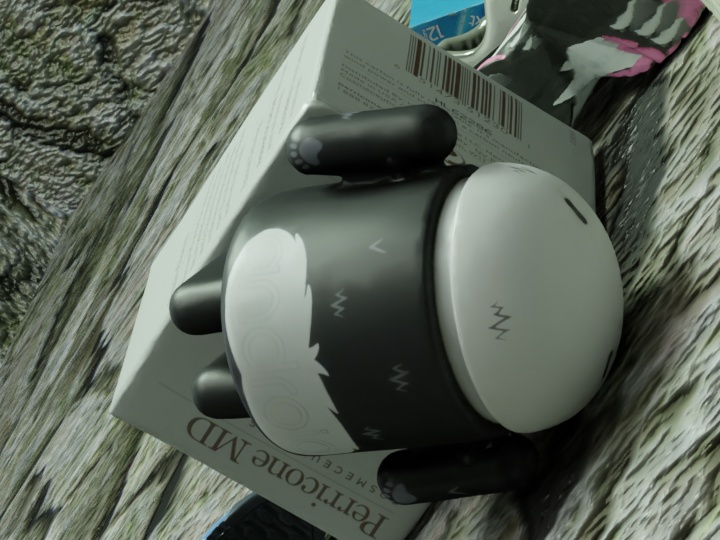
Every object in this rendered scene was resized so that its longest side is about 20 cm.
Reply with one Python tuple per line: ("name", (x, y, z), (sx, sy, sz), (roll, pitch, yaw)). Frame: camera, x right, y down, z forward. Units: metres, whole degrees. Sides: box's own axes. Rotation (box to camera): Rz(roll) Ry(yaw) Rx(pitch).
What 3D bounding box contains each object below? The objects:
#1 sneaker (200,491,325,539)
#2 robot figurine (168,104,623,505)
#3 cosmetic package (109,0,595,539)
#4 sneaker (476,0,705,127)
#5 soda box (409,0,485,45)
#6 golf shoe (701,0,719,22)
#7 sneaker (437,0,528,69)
("sneaker", (-0.087, 0.207, 1.453), (0.201, 0.066, 0.078), (-62, 7, -9))
("robot figurine", (0.018, 0.018, 1.160), (0.199, 0.150, 0.125), (-8, 54, 26))
("cosmetic package", (0.000, 0.000, 1.323), (0.200, 0.167, 0.166), (-56, 11, 24))
("sneaker", (0.125, -0.142, 1.385), (0.200, 0.080, 0.086), (-39, 12, 49))
("soda box", (0.074, -0.168, 1.649), (0.068, 0.064, 0.200), (-18, 21, 10))
("golf shoe", (0.165, -0.137, 1.135), (0.075, 0.091, 0.200), (-57, 12, 7))
("sneaker", (0.114, -0.174, 1.488), (0.200, 0.088, 0.074), (-54, 10, 21))
